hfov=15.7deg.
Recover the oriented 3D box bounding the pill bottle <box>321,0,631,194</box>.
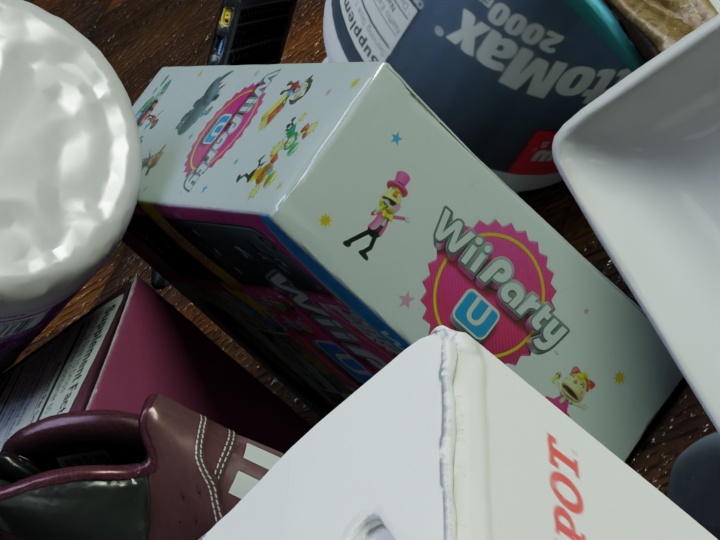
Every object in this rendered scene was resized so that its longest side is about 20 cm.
[{"bbox_3d":[0.055,-0.099,0.949,0.200,0.119,0.120,-56,11,44],"label":"pill bottle"}]

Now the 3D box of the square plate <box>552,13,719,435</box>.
[{"bbox_3d":[0.164,0.003,0.545,0.200,0.198,0.028,-36,-10,32],"label":"square plate"}]

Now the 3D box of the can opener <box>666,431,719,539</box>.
[{"bbox_3d":[0.076,0.075,0.714,0.200,0.053,0.067,-2,80,59],"label":"can opener"}]

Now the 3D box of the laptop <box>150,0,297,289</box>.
[{"bbox_3d":[0.002,-0.084,1.133,0.187,0.116,0.200,-46,-28,-81],"label":"laptop"}]

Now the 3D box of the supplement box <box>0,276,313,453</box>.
[{"bbox_3d":[-0.110,0.115,0.931,0.200,0.131,0.103,-33,24,34],"label":"supplement box"}]

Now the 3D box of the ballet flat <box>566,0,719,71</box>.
[{"bbox_3d":[0.111,-0.066,0.773,0.072,0.068,0.200,-34,59,6],"label":"ballet flat"}]

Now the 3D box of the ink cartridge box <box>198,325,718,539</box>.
[{"bbox_3d":[0.059,0.126,0.478,0.085,0.200,0.146,-40,22,22],"label":"ink cartridge box"}]

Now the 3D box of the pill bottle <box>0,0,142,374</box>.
[{"bbox_3d":[-0.156,-0.014,0.924,0.112,0.112,0.200,-60,10,-26],"label":"pill bottle"}]

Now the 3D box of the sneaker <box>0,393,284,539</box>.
[{"bbox_3d":[-0.091,0.108,0.811,0.200,0.115,0.076,-50,15,26],"label":"sneaker"}]

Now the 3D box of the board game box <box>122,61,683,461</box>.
[{"bbox_3d":[0.000,0.000,0.886,0.064,0.148,0.200,-53,21,-13],"label":"board game box"}]
